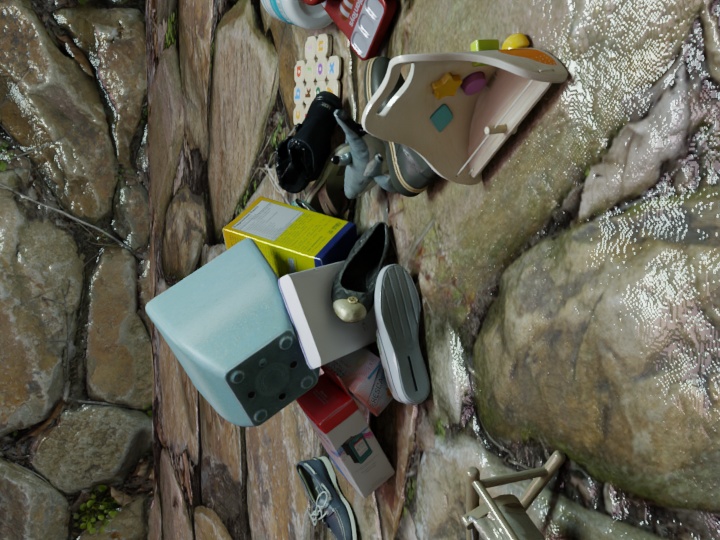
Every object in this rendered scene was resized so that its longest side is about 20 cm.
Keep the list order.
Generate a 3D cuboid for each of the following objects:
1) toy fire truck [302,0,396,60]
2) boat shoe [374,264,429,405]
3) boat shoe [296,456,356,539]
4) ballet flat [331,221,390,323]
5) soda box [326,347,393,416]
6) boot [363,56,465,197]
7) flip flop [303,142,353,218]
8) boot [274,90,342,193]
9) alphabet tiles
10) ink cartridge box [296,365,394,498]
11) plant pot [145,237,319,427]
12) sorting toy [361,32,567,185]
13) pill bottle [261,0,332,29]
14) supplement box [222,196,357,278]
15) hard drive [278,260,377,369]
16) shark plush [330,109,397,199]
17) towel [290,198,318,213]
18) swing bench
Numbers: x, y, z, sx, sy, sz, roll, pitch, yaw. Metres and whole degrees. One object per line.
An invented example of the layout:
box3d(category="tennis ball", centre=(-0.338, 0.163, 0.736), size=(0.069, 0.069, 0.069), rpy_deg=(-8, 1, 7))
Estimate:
box3d(category="toy fire truck", centre=(0.001, -0.444, 1.218), size=(0.169, 0.111, 0.201), rpy_deg=(52, 144, 15))
box3d(category="boat shoe", centre=(0.047, 0.096, 1.173), size=(0.067, 0.072, 0.204), rpy_deg=(-21, 74, 61))
box3d(category="boat shoe", centre=(-0.062, 0.418, 1.448), size=(0.201, 0.061, 0.076), rpy_deg=(62, 143, 42))
box3d(category="ballet flat", centre=(0.000, 0.000, 1.191), size=(0.201, 0.065, 0.057), rpy_deg=(-72, 1, -48))
box3d(category="soda box", centre=(-0.011, 0.155, 1.282), size=(0.069, 0.064, 0.199), rpy_deg=(-47, 27, -8))
box3d(category="boot", centre=(0.081, -0.220, 1.094), size=(0.138, 0.076, 0.203), rpy_deg=(-30, 78, 57))
box3d(category="flip flop", centre=(-0.040, -0.128, 1.357), size=(0.058, 0.080, 0.201), rpy_deg=(56, 137, 24))
box3d(category="boot", centre=(-0.101, -0.187, 1.371), size=(0.169, 0.076, 0.201), rpy_deg=(-65, 2, -42))
box3d(category="alphabet tiles", centre=(-0.079, -0.326, 1.478), size=(0.195, 0.014, 0.204), rpy_deg=(18, 108, 61))
box3d(category="ink cartridge box", centre=(-0.034, 0.242, 1.261), size=(0.202, 0.067, 0.116), rpy_deg=(62, 164, -24))
box3d(category="plant pot", centre=(-0.169, 0.113, 1.198), size=(0.200, 0.194, 0.198), rpy_deg=(41, 160, 51))
box3d(category="sorting toy", centre=(0.098, -0.198, 0.919), size=(0.200, 0.177, 0.108), rpy_deg=(-53, 46, 53))
box3d(category="pill bottle", centre=(-0.114, -0.494, 1.430), size=(0.200, 0.109, 0.113), rpy_deg=(-138, 51, -56))
box3d(category="supplement box", centre=(-0.111, -0.029, 1.326), size=(0.197, 0.109, 0.111), rpy_deg=(18, 133, 27))
box3d(category="hard drive", centre=(-0.037, 0.058, 1.196), size=(0.025, 0.199, 0.134), rpy_deg=(-23, 86, 30))
box3d(category="shark plush", centre=(-0.003, -0.161, 1.172), size=(0.200, 0.082, 0.092), rpy_deg=(51, -157, -75))
box3d(category="towel", centre=(-0.083, -0.018, 1.410), size=(0.146, 0.022, 0.201), rpy_deg=(36, 138, 10))
box3d(category="swing bench", centre=(0.182, 0.338, 0.842), size=(0.200, 0.128, 0.203), rpy_deg=(-125, 40, -48))
